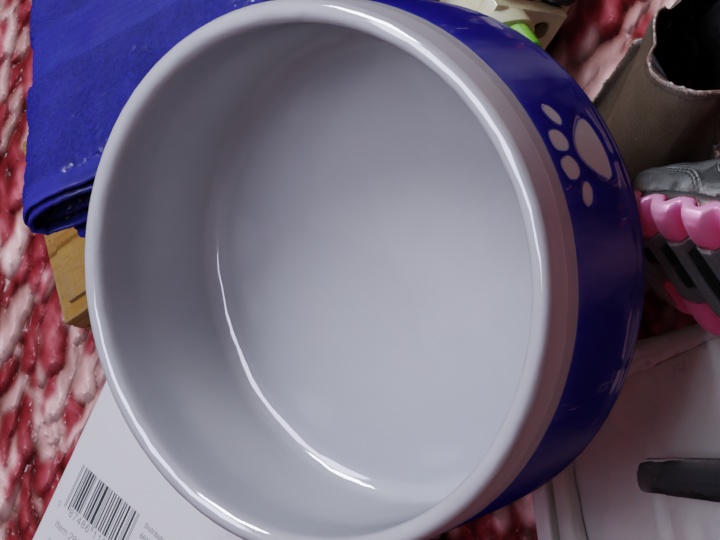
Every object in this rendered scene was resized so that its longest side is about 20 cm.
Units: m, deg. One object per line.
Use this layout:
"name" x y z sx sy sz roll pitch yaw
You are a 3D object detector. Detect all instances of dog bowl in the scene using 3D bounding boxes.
"dog bowl" 0.000 0.000 0.956 0.200 0.079 0.201 5 99 33

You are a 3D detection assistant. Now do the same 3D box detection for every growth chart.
"growth chart" 0.139 0.079 0.986 0.200 0.018 0.145 -13 73 39

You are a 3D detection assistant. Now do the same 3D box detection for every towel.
"towel" -0.083 -0.118 1.161 0.147 0.050 0.200 -24 50 30

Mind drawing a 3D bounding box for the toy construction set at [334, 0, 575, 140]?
"toy construction set" 0.011 -0.131 1.065 0.092 0.131 0.200 -41 59 39

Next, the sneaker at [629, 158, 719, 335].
"sneaker" 0.185 -0.023 0.930 0.200 0.079 0.096 5 53 36

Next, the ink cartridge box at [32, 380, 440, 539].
"ink cartridge box" -0.043 0.090 1.099 0.146 0.084 0.200 35 103 39

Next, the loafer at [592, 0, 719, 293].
"loafer" 0.121 -0.070 0.997 0.200 0.071 0.073 -52 52 21

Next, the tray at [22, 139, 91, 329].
"tray" -0.068 -0.062 1.187 0.200 0.037 0.099 -33 61 31

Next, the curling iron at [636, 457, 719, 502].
"curling iron" 0.178 0.087 0.923 0.200 0.026 0.050 11 84 41
